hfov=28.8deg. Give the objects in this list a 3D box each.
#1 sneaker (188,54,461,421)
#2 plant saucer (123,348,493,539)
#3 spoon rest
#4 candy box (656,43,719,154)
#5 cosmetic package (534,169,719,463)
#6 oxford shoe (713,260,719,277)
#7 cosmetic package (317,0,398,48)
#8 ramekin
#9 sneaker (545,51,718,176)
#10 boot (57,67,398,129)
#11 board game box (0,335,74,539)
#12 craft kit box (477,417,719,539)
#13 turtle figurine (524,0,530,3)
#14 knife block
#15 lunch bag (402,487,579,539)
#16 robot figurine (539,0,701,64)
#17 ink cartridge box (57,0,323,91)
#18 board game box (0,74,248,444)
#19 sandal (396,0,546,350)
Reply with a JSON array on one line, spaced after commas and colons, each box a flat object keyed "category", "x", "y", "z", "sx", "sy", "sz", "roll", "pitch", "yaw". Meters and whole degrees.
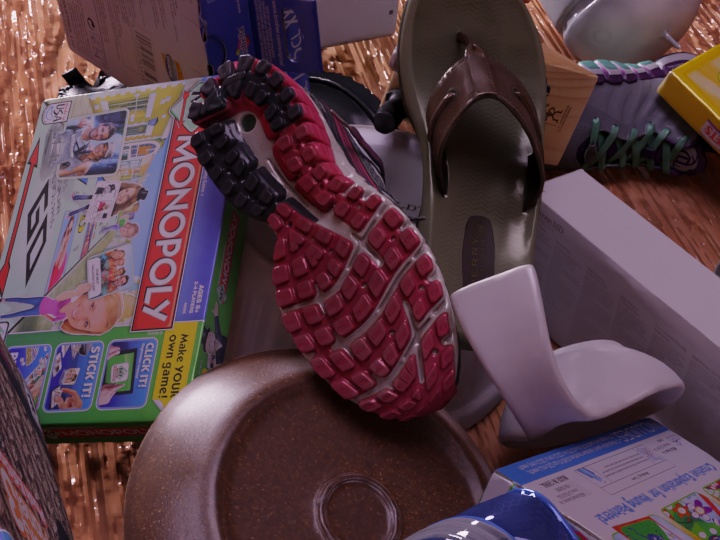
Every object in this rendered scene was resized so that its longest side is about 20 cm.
[{"category": "sneaker", "x": -0.005, "y": -0.020, "z": 0.678, "sx": 0.075, "sy": 0.081, "sz": 0.201, "roll": 15, "pitch": 41, "yaw": -58}, {"category": "plant saucer", "x": -0.006, "y": 0.118, "z": 0.638, "sx": 0.199, "sy": 0.037, "sz": 0.201, "roll": 14, "pitch": 55, "yaw": -20}, {"category": "spoon rest", "x": 0.099, "y": 0.059, "z": 0.682, "sx": 0.099, "sy": 0.200, "sz": 0.061, "roll": -21, "pitch": 64, "yaw": 17}, {"category": "candy box", "x": 0.300, "y": -0.075, "z": 0.942, "sx": 0.102, "sy": 0.026, "sz": 0.200, "roll": -31, "pitch": 70, "yaw": -34}, {"category": "cosmetic package", "x": 0.168, "y": 0.032, "z": 0.790, "sx": 0.050, "sy": 0.083, "sz": 0.200, "roll": -21, "pitch": 48, "yaw": -30}, {"category": "oxford shoe", "x": 0.231, "y": 0.005, "z": 0.773, "sx": 0.057, "sy": 0.200, "sz": 0.076, "roll": 13, "pitch": 83, "yaw": 5}, {"category": "cosmetic package", "x": -0.076, "y": -0.279, "z": 0.993, "sx": 0.199, "sy": 0.201, "sz": 0.123, "roll": 22, "pitch": 26, "yaw": 33}, {"category": "ramekin", "x": 0.000, "y": 0.000, "z": 0.793, "sx": 0.201, "sy": 0.095, "sz": 0.203, "roll": 4, "pitch": 40, "yaw": -4}, {"category": "sneaker", "x": 0.186, "y": -0.096, "z": 0.957, "sx": 0.199, "sy": 0.075, "sz": 0.088, "roll": -18, "pitch": 51, "yaw": -29}, {"category": "boot", "x": -0.092, "y": -0.086, "z": 0.899, "sx": 0.162, "sy": 0.074, "sz": 0.198, "roll": -23, "pitch": 41, "yaw": -35}, {"category": "board game box", "x": -0.181, "y": 0.097, "z": 0.569, "sx": 0.096, "sy": 0.160, "sz": 0.200, "roll": -21, "pitch": 52, "yaw": -8}, {"category": "craft kit box", "x": 0.171, "y": 0.142, "z": 0.622, "sx": 0.197, "sy": 0.049, "sz": 0.200, "roll": 29, "pitch": 15, "yaw": 27}, {"category": "turtle figurine", "x": 0.071, "y": -0.211, "z": 1.078, "sx": 0.199, "sy": 0.065, "sz": 0.162, "roll": 0, "pitch": 40, "yaw": -10}, {"category": "knife block", "x": 0.046, "y": -0.121, "z": 0.844, "sx": 0.175, "sy": 0.064, "sz": 0.200, "roll": 8, "pitch": 24, "yaw": -40}, {"category": "lunch bag", "x": 0.056, "y": 0.191, "z": 0.516, "sx": 0.132, "sy": 0.136, "sz": 0.201, "roll": -24, "pitch": 76, "yaw": -31}, {"category": "robot figurine", "x": 0.181, "y": -0.236, "z": 1.056, "sx": 0.113, "sy": 0.170, "sz": 0.201, "roll": -29, "pitch": 78, "yaw": 5}, {"category": "ink cartridge box", "x": -0.105, "y": -0.166, "z": 0.838, "sx": 0.076, "sy": 0.137, "sz": 0.200, "roll": -32, "pitch": 48, "yaw": -27}, {"category": "board game box", "x": -0.126, "y": -0.008, "z": 0.737, "sx": 0.134, "sy": 0.029, "sz": 0.201, "roll": -5, "pitch": 60, "yaw": 23}, {"category": "sandal", "x": 0.064, "y": -0.062, "z": 0.705, "sx": 0.079, "sy": 0.057, "sz": 0.202, "roll": 0, "pitch": 80, "yaw": -13}]
